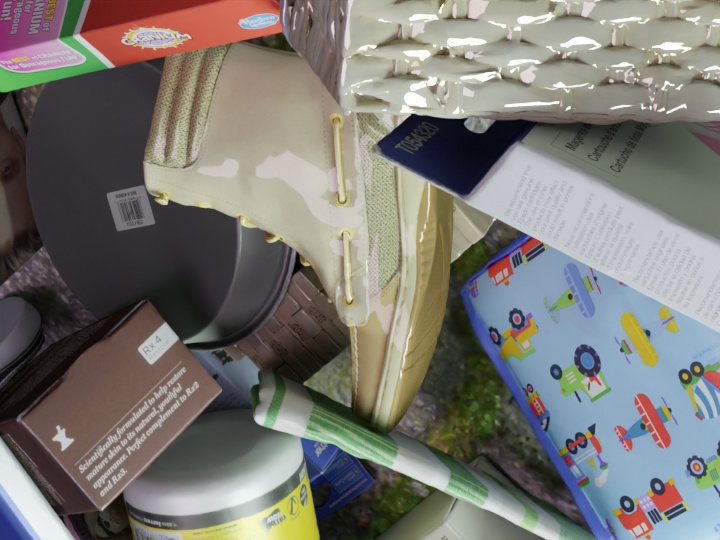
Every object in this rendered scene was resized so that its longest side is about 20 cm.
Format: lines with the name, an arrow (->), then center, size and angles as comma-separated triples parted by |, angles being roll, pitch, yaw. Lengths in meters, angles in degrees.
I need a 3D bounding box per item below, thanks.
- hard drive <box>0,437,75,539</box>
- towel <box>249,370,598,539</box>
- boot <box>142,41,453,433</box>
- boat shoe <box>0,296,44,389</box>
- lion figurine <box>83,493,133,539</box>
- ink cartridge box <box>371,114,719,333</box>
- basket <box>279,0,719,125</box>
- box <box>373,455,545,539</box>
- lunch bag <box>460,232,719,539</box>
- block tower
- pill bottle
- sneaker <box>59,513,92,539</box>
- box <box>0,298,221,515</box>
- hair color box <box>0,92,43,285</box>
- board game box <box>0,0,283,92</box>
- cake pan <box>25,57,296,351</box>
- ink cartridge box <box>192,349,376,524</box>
hard drive -> -0.193, 0.174, 0.913 | 0.131, 0.025, 0.201 | 5, 130, 55
towel -> 0.031, 0.108, 0.839 | 0.198, 0.153, 0.024 | 26, 87, -4
boot -> -0.033, -0.021, 0.786 | 0.154, 0.073, 0.202 | 10, 117, 15
boat shoe -> -0.272, 0.078, 1.073 | 0.057, 0.069, 0.199 | 40, 135, -22
lion figurine -> -0.116, 0.218, 1.029 | 0.200, 0.073, 0.123 | 40, 100, -17
ink cartridge box -> 0.126, -0.051, 0.680 | 0.199, 0.196, 0.044 | 29, 118, 7
basket -> 0.073, -0.140, 0.632 | 0.198, 0.124, 0.137 | 0, 116, -12
box -> 0.037, 0.209, 0.984 | 0.082, 0.068, 0.200 | 42, 131, -1
lunch bag -> 0.148, 0.039, 0.810 | 0.201, 0.094, 0.150 | 53, 132, 1
block tower -> 0.000, 0.000, 0.876 | 0.058, 0.054, 0.200 | 46, 131, -6
pill bottle -> -0.075, 0.198, 0.941 | 0.111, 0.112, 0.202 | 0, 111, 28
sneaker -> -0.157, 0.215, 1.087 | 0.200, 0.080, 0.086 | 42, 129, -3
box -> -0.168, 0.087, 0.903 | 0.075, 0.100, 0.200 | 49, 155, -8
hair color box -> -0.260, -0.088, 0.927 | 0.060, 0.100, 0.202 | 0, 121, 26
board game box -> -0.112, -0.182, 0.763 | 0.198, 0.155, 0.040 | -7, 162, 31
cake pan -> -0.123, -0.044, 0.889 | 0.199, 0.037, 0.203 | 15, 115, 33
ink cartridge box -> -0.096, 0.102, 1.006 | 0.200, 0.042, 0.119 | 44, 131, -6
